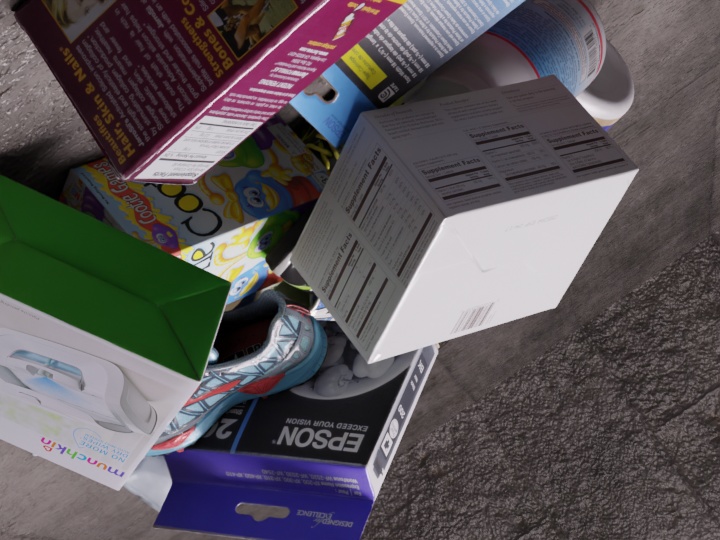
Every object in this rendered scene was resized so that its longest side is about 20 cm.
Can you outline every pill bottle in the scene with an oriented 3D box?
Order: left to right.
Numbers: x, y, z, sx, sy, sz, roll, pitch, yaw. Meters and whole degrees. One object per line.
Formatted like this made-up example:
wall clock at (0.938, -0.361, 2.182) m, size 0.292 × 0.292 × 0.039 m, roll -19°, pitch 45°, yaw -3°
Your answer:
pill bottle at (0.115, -0.157, 1.698) m, size 0.109 × 0.109 × 0.200 m, roll -46°, pitch 178°, yaw 41°
pill bottle at (0.154, -0.136, 1.952) m, size 0.116 × 0.116 × 0.200 m, roll -19°, pitch 161°, yaw -49°

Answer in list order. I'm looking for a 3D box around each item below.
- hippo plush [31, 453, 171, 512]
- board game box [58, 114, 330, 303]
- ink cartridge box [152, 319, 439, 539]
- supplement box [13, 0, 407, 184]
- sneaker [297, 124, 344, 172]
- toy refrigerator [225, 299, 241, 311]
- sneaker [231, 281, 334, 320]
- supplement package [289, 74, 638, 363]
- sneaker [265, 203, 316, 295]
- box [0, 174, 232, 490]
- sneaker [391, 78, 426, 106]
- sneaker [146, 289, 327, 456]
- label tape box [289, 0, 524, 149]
hippo plush at (-0.208, 0.115, 1.983) m, size 0.200 × 0.159 × 0.161 m, roll 31°, pitch 99°, yaw -31°
board game box at (-0.129, -0.037, 1.600) m, size 0.200 × 0.105 × 0.103 m, roll -24°, pitch 153°, yaw -41°
ink cartridge box at (-0.058, 0.126, 1.678) m, size 0.043 × 0.197 × 0.200 m, roll 60°, pitch 43°, yaw -42°
supplement box at (-0.085, -0.161, 1.244) m, size 0.200 × 0.131 × 0.103 m, roll -38°, pitch 167°, yaw 18°
sneaker at (-0.019, -0.111, 1.741) m, size 0.200 × 0.074 × 0.085 m, roll -39°, pitch 164°, yaw -26°
toy refrigerator at (-0.086, -0.009, 1.911) m, size 0.076 × 0.070 × 0.200 m, roll -29°, pitch 166°, yaw -25°
sneaker at (-0.028, 0.015, 1.834) m, size 0.200 × 0.076 × 0.077 m, roll -32°, pitch 169°, yaw -24°
supplement package at (0.075, -0.041, 1.538) m, size 0.199 × 0.111 × 0.156 m, roll -14°, pitch 145°, yaw -39°
sneaker at (0.000, 0.000, 1.638) m, size 0.072 × 0.083 × 0.200 m, roll -49°, pitch 159°, yaw 14°
box at (-0.219, 0.043, 1.468) m, size 0.177 × 0.199 × 0.097 m, roll -50°, pitch -161°, yaw 48°
sneaker at (0.014, -0.186, 1.572) m, size 0.105 × 0.076 × 0.200 m, roll 0°, pitch 148°, yaw -36°
sneaker at (-0.130, 0.072, 1.656) m, size 0.200 × 0.079 × 0.096 m, roll -29°, pitch 144°, yaw 1°
label tape box at (0.018, -0.194, 1.430) m, size 0.200 × 0.063 × 0.144 m, roll -37°, pitch 144°, yaw 8°
